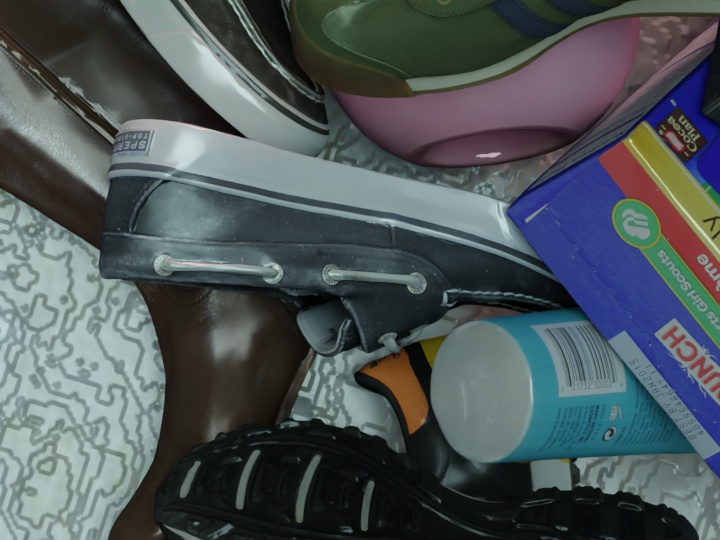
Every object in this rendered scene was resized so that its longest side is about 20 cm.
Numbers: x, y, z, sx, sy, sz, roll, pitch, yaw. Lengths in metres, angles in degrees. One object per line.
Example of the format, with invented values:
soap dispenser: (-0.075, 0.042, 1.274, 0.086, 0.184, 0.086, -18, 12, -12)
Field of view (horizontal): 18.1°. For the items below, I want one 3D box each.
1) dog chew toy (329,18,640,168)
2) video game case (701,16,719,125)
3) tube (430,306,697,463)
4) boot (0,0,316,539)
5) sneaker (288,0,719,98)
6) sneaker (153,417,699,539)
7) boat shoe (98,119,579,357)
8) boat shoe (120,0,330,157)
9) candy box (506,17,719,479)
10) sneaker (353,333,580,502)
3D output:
dog chew toy: (0.038, -0.144, 0.868, 0.124, 0.125, 0.200, -5, 81, -7)
video game case: (0.224, -0.083, 0.851, 0.200, 0.025, 0.181, 29, 53, -18)
tube: (0.114, 0.040, 0.864, 0.200, 0.050, 0.078, -1, 93, -43)
boot: (-0.104, -0.004, 0.869, 0.200, 0.064, 0.186, 40, 71, -7)
sneaker: (0.071, -0.118, 0.750, 0.200, 0.090, 0.067, -11, 63, -1)
sneaker: (0.021, 0.112, 0.813, 0.200, 0.074, 0.079, 15, 131, 2)
boat shoe: (0.000, 0.000, 0.829, 0.200, 0.072, 0.068, 14, 80, -26)
boat shoe: (-0.065, -0.131, 0.856, 0.064, 0.071, 0.200, -38, 80, 15)
candy box: (0.177, -0.018, 0.852, 0.169, 0.077, 0.200, 51, 51, -3)
sneaker: (0.044, 0.123, 0.885, 0.090, 0.070, 0.200, -6, 84, 0)
